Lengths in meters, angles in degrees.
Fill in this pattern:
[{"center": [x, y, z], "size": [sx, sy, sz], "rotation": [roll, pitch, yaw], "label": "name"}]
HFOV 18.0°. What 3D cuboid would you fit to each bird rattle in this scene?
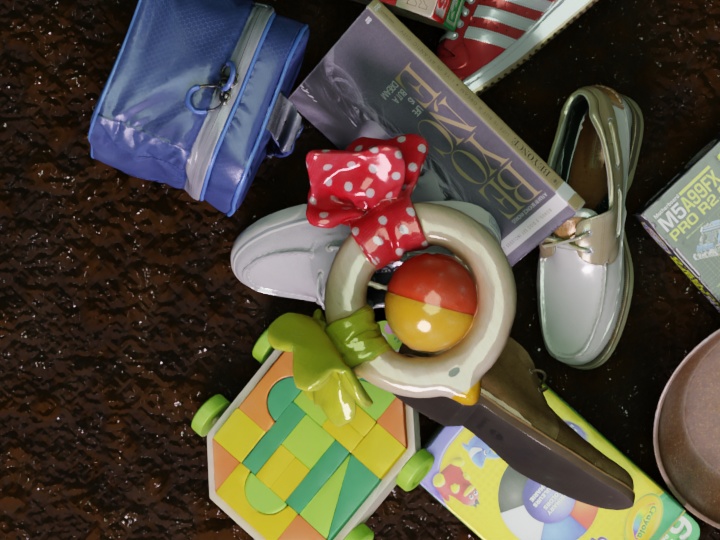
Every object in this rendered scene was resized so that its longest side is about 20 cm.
[{"center": [0.026, 0.010, 1.529], "size": [0.162, 0.113, 0.201], "rotation": [17, 78, 5], "label": "bird rattle"}]

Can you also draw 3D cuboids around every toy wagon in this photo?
[{"center": [-0.021, 0.104, 1.618], "size": [0.155, 0.040, 0.200], "rotation": [40, 90, 16], "label": "toy wagon"}]

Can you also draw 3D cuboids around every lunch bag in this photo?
[{"center": [-0.102, -0.120, 1.552], "size": [0.131, 0.200, 0.137], "rotation": [22, 86, -4], "label": "lunch bag"}]

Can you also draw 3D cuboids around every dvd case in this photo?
[{"center": [0.049, -0.084, 1.591], "size": [0.200, 0.149, 0.016], "rotation": [44, 58, -3], "label": "dvd case"}]

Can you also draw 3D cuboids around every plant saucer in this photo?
[{"center": [0.305, 0.102, 1.621], "size": [0.199, 0.037, 0.202], "rotation": [-1, 120, -2], "label": "plant saucer"}]

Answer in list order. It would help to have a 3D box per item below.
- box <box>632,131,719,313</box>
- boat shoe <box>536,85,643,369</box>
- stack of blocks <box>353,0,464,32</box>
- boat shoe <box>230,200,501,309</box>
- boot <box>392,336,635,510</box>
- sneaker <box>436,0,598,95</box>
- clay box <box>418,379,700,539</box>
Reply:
[{"center": [0.323, -0.049, 1.644], "size": [0.200, 0.044, 0.160], "rotation": [-43, 92, 0], "label": "box"}, {"center": [0.154, -0.032, 1.616], "size": [0.074, 0.068, 0.202], "rotation": [2, 85, 30], "label": "boat shoe"}, {"center": [-0.012, -0.253, 1.588], "size": [0.199, 0.059, 0.116], "rotation": [19, 91, 19], "label": "stack of blocks"}, {"center": [0.000, 0.000, 1.598], "size": [0.198, 0.069, 0.072], "rotation": [0, 136, 13], "label": "boat shoe"}, {"center": [0.117, 0.095, 1.588], "size": [0.199, 0.074, 0.076], "rotation": [34, 63, -7], "label": "boot"}, {"center": [0.085, -0.196, 1.619], "size": [0.200, 0.071, 0.113], "rotation": [-40, 96, -8], "label": "sneaker"}, {"center": [0.143, 0.166, 1.642], "size": [0.200, 0.048, 0.115], "rotation": [41, 90, 0], "label": "clay box"}]
